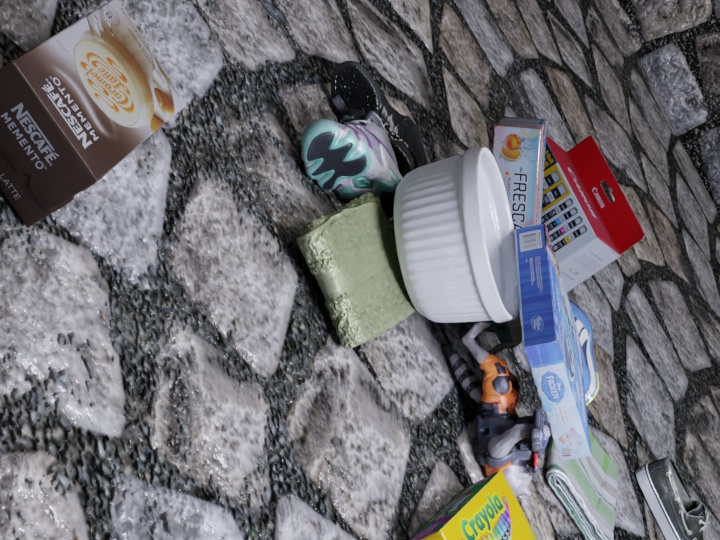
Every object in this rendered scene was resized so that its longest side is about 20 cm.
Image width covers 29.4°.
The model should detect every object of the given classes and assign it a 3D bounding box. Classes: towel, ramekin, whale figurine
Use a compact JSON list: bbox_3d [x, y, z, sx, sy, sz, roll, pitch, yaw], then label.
[{"bbox_3d":[0.301,0.270,1.829,0.150,0.031,0.200,57,25,-15],"label":"towel"},{"bbox_3d":[0.000,0.000,1.492,0.149,0.036,0.200,68,24,-5],"label":"towel"},{"bbox_3d":[0.109,-0.034,1.566,0.200,0.104,0.202,-10,90,-74],"label":"ramekin"},{"bbox_3d":[0.159,0.027,1.745,0.200,0.103,0.160,64,12,-73],"label":"whale figurine"}]

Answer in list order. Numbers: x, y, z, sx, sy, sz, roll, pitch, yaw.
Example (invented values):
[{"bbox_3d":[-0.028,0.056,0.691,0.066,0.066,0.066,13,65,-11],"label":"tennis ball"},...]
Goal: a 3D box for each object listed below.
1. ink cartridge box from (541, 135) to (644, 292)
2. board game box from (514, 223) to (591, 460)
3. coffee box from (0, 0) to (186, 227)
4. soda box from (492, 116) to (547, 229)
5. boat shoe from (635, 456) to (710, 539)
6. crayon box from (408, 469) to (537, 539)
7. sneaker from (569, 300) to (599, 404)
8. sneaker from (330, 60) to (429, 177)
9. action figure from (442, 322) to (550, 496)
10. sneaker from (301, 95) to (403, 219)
[{"bbox_3d":[0.276,-0.086,1.934,0.084,0.175,0.201,28,33,-51],"label":"ink cartridge box"},{"bbox_3d":[0.228,0.084,1.625,0.201,0.043,0.200,-87,161,-47],"label":"board game box"},{"bbox_3d":[-0.234,-0.134,1.129,0.115,0.079,0.200,56,25,-14],"label":"coffee box"},{"bbox_3d":[0.208,-0.099,1.824,0.068,0.063,0.201,-49,143,-67],"label":"soda box"},{"bbox_3d":[0.482,0.371,2.038,0.201,0.063,0.071,60,25,-7],"label":"boat shoe"},{"bbox_3d":[0.135,0.320,1.418,0.173,0.058,0.200,64,25,2],"label":"crayon box"},{"bbox_3d":[0.273,0.100,1.894,0.082,0.074,0.201,32,30,-27],"label":"sneaker"},{"bbox_3d":[0.031,-0.176,1.721,0.201,0.060,0.104,61,21,-8],"label":"sneaker"},{"bbox_3d":[0.166,0.177,1.625,0.200,0.104,0.195,68,12,-70],"label":"action figure"},{"bbox_3d":[-0.018,-0.155,1.589,0.200,0.077,0.141,44,28,-54],"label":"sneaker"}]
